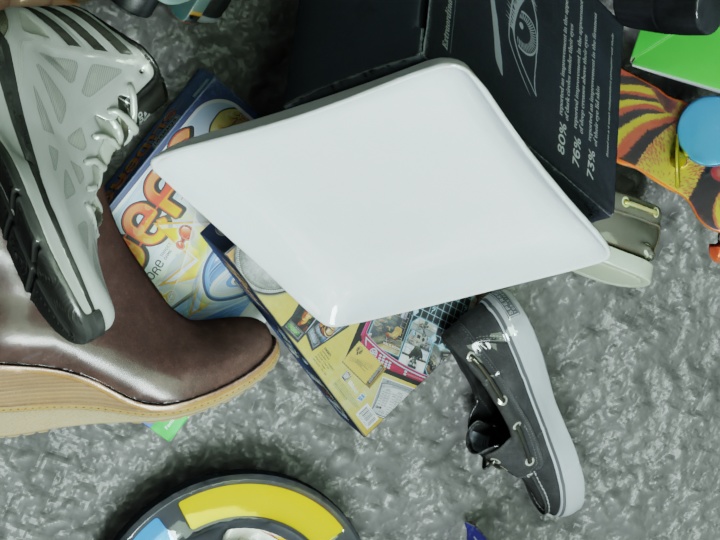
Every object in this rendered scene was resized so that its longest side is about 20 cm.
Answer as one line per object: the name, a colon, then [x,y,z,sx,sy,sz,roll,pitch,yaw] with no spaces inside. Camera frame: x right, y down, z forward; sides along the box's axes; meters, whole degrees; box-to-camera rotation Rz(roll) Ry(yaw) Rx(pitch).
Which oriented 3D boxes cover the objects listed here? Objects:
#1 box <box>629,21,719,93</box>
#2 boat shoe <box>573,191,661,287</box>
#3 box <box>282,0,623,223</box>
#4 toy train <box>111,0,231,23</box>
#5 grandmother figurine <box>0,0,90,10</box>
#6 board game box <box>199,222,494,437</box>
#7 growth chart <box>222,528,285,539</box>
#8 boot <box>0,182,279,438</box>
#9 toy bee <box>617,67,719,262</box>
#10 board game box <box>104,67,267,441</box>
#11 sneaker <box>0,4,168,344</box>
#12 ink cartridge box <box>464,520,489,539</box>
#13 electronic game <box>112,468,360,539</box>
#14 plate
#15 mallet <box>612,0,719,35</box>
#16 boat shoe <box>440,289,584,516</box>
box: [0.283,-0.208,1.134,0.176,0.097,0.201,6,105,-53]
boat shoe: [0.118,-0.050,1.164,0.201,0.072,0.060,23,77,-21]
box: [0.062,-0.124,1.025,0.200,0.104,0.148,35,52,-40]
toy train: [-0.072,-0.230,1.003,0.114,0.085,0.200,3,126,-55]
grandmother figurine: [-0.223,-0.086,1.016,0.121,0.061,0.201,16,95,-17]
board game box: [0.000,0.000,1.112,0.135,0.035,0.200,-43,133,-10]
growth chart: [-0.052,0.237,1.198,0.200,0.018,0.145,39,87,-27]
boot: [-0.146,0.006,1.019,0.199,0.072,0.167,-11,112,-19]
toy bee: [0.233,-0.065,1.159,0.131,0.200,0.109,5,105,-58]
board game box: [-0.112,-0.009,1.095,0.135,0.034,0.200,39,87,-27]
sneaker: [-0.148,-0.065,0.945,0.115,0.076,0.201,-18,75,-22]
ink cartridge box: [0.090,0.301,1.174,0.040,0.200,0.201,-5,106,-16]
electronic game: [-0.086,0.229,1.150,0.199,0.042,0.201,-5,105,-20]
plate: [0.016,-0.044,0.979,0.200,0.199,0.032,45,40,-44]
mallet: [0.207,-0.241,1.045,0.041,0.066,0.201,-5,112,-50]
boat shoe: [0.101,0.104,1.184,0.066,0.070,0.200,-28,130,-10]
